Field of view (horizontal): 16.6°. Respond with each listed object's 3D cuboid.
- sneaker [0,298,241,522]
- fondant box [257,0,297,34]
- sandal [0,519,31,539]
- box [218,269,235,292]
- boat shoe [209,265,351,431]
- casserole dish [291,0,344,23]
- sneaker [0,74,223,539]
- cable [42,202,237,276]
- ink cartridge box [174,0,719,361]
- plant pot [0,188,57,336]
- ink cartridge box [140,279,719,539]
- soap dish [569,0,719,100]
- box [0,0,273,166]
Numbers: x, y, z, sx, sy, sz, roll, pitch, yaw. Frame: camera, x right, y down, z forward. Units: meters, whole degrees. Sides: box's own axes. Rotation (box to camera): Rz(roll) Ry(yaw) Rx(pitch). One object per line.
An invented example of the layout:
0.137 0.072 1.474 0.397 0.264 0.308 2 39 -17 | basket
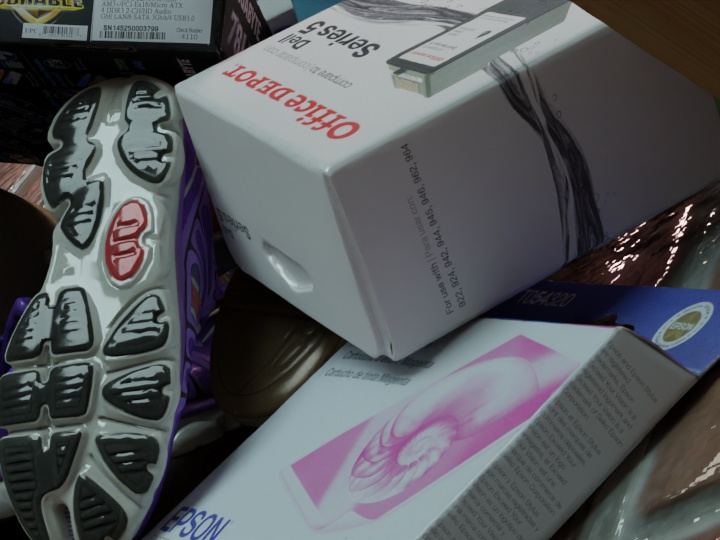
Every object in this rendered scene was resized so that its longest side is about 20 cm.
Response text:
-0.110 0.045 1.042 0.200 0.084 0.081 -20 5 -39 | sneaker
-0.010 -0.149 1.294 0.200 0.058 0.144 -23 -14 32 | fondant box
-0.147 0.132 1.051 0.075 0.045 0.200 -18 4 -9 | sandal
-0.106 -0.007 1.341 0.200 0.039 0.137 -32 17 21 | box
0.000 0.000 1.048 0.072 0.072 0.200 -5 44 29 | boat shoe
0.059 -0.112 1.102 0.199 0.039 0.121 3 -7 -39 | casserole dish
-0.084 0.022 0.980 0.080 0.083 0.201 -4 64 27 | sneaker
-0.048 -0.032 1.154 0.097 0.051 0.200 -10 10 44 | cable
0.050 -0.063 0.952 0.200 0.084 0.145 -28 26 -18 | ink cartridge box
-0.199 0.030 1.161 0.187 0.188 0.200 -25 -18 38 | plant pot
0.026 0.058 0.882 0.200 0.043 0.196 -45 17 -17 | ink cartridge box
0.149 -0.116 0.834 0.081 0.200 0.157 -55 4 40 | soap dish
-0.137 -0.089 1.079 0.200 0.198 0.050 59 -143 -74 | box
